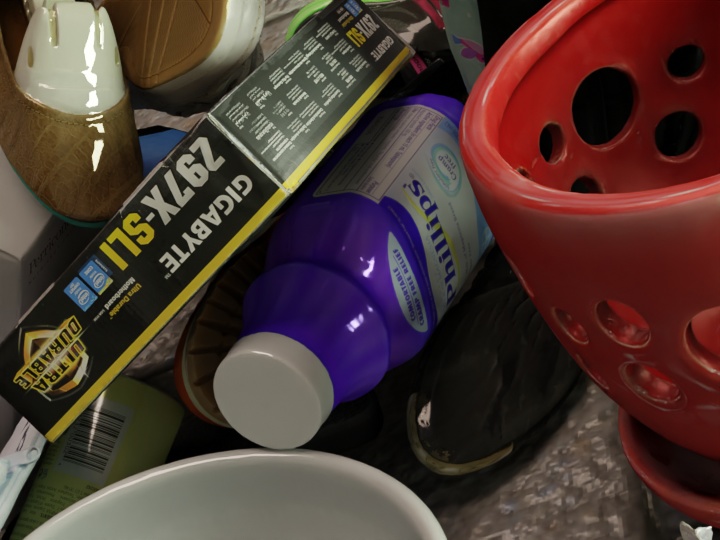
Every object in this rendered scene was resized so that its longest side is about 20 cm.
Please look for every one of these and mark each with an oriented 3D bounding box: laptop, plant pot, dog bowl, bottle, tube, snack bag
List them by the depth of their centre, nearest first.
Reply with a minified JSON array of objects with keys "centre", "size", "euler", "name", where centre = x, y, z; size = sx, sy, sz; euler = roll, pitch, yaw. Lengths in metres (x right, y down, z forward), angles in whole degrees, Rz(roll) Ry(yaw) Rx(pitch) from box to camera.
[{"centre":[-0.054,0.159,0.765],"size":[0.200,0.079,0.200],"euler":[-11,33,8],"name":"dog bowl"},{"centre":[0.162,-0.017,0.778],"size":[0.200,0.183,0.201],"euler":[-22,31,14],"name":"plant pot"},{"centre":[0.000,0.000,0.878],"size":[0.065,0.084,0.200],"euler":[-7,27,29],"name":"bottle"},{"centre":[-0.137,0.142,0.898],"size":[0.058,0.052,0.200],"euler":[123,170,-73],"name":"tube"},{"centre":[-0.183,0.137,0.900],"size":[0.189,0.021,0.200],"euler":[-55,10,41],"name":"snack bag"},{"centre":[-0.037,-0.089,1.083],"size":[0.200,0.103,0.177],"euler":[-38,-3,19],"name":"laptop"}]

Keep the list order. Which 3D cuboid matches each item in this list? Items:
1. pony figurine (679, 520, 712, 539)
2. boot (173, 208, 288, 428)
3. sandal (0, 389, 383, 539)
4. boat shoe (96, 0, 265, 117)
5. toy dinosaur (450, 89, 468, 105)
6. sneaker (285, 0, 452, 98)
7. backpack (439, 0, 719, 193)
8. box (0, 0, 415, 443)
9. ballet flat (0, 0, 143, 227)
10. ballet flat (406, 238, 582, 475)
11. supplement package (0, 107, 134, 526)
[{"centre":[0.177,0.156,0.554],"size":[0.200,0.167,0.193],"euler":[-21,34,-18],"name":"pony figurine"},{"centre":[-0.043,0.025,0.959],"size":[0.107,0.075,0.200],"euler":[-32,9,36],"name":"boot"},{"centre":[-0.074,0.100,0.961],"size":[0.200,0.043,0.076],"euler":[-24,20,20],"name":"sandal"},{"centre":[-0.076,-0.108,0.975],"size":[0.200,0.069,0.071],"euler":[1,76,68],"name":"boat shoe"},{"centre":[0.073,-0.077,1.061],"size":[0.200,0.077,0.102],"euler":[-42,13,-36],"name":"toy dinosaur"},{"centre":[0.049,-0.137,1.205],"size":[0.200,0.077,0.084],"euler":[-20,47,23],"name":"sneaker"},{"centre":[0.110,-0.122,0.907],"size":[0.166,0.200,0.127],"euler":[-9,42,3],"name":"backpack"},{"centre":[-0.065,-0.028,0.882],"size":[0.160,0.049,0.200],"euler":[-44,5,26],"name":"box"},{"centre":[-0.140,-0.108,0.946],"size":[0.068,0.072,0.200],"euler":[1,41,-21],"name":"ballet flat"},{"centre":[0.074,0.025,0.945],"size":[0.200,0.066,0.057],"euler":[-56,-1,-41],"name":"ballet flat"},{"centre":[-0.195,0.006,1.019],"size":[0.120,0.200,0.121],"euler":[22,47,9],"name":"supplement package"}]
